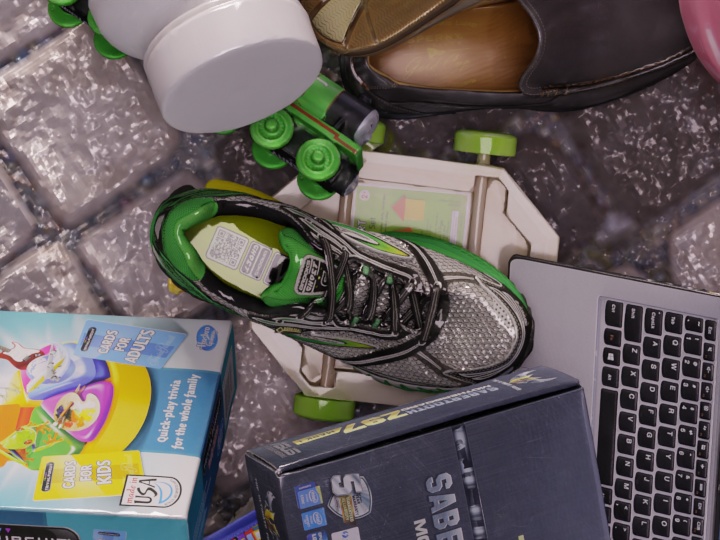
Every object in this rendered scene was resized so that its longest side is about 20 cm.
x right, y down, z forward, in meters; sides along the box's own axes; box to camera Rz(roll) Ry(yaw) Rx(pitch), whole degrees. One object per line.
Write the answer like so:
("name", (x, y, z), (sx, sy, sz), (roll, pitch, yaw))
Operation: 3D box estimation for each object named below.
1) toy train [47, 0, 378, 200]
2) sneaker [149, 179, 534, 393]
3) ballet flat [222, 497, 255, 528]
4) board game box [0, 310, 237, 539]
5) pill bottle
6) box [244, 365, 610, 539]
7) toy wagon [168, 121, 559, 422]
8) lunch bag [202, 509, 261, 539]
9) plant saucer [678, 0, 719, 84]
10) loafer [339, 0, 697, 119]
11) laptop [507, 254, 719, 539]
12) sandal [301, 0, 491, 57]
("toy train", (-0.075, -0.107, 1.414), (0.199, 0.042, 0.057), (34, 75, 11))
("sneaker", (-0.011, 0.013, 1.382), (0.199, 0.085, 0.079), (16, 94, -1))
("ballet flat", (-0.013, 0.121, 1.418), (0.199, 0.064, 0.076), (-27, 49, 15))
("board game box", (-0.169, 0.083, 1.378), (0.198, 0.151, 0.047), (3, 127, 5))
("pill bottle", (-0.090, -0.173, 1.361), (0.110, 0.111, 0.201), (-22, 69, 1))
("box", (0.042, 0.161, 1.315), (0.157, 0.051, 0.201), (-14, 103, -19))
("toy wagon", (0.000, 0.000, 1.443), (0.198, 0.040, 0.156), (6, 93, -1))
("lunch bag", (-0.008, 0.180, 1.371), (0.199, 0.094, 0.151), (-35, 114, 0))
("plant saucer", (0.245, -0.167, 1.374), (0.199, 0.051, 0.202), (-17, 122, -29))
("loafer", (0.089, -0.113, 1.420), (0.199, 0.072, 0.073), (-13, 93, 0))
("laptop", (0.127, 0.109, 1.342), (0.199, 0.116, 0.189), (11, 107, 31))
("sandal", (0.065, -0.162, 1.385), (0.199, 0.054, 0.081), (-28, 70, 2))
